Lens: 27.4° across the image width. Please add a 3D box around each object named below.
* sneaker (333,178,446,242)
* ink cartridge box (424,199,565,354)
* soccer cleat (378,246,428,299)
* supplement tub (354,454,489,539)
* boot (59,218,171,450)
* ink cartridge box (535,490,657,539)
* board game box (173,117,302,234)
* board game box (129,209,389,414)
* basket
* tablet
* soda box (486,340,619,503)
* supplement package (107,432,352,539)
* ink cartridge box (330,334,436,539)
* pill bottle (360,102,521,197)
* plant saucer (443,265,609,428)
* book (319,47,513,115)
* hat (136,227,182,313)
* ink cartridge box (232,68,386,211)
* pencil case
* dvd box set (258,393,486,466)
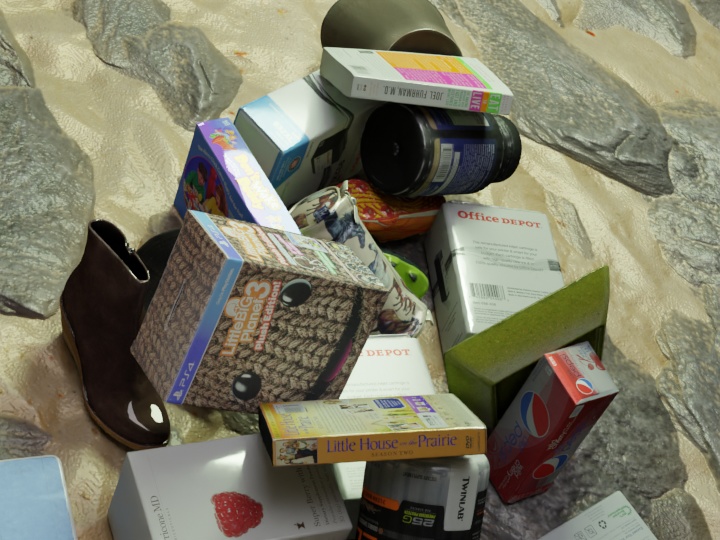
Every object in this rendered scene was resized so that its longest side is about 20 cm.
[{"bbox_3d":[0.024,-0.063,1.779,0.198,0.077,0.073,1,47,-44],"label":"sneaker"},{"bbox_3d":[0.165,0.024,1.772,0.142,0.084,0.202,7,50,-18],"label":"ink cartridge box"},{"bbox_3d":[-0.012,-0.018,1.753,0.197,0.068,0.081,17,30,-9],"label":"soccer cleat"},{"bbox_3d":[0.054,0.268,1.426,0.121,0.203,0.123,7,5,-1],"label":"supplement tub"},{"bbox_3d":[-0.242,0.069,1.503,0.072,0.167,0.201,-19,60,-37],"label":"boot"},{"bbox_3d":[0.264,0.355,1.556,0.198,0.041,0.201,-20,61,-35],"label":"ink cartridge box"},{"bbox_3d":[-0.138,-0.053,1.677,0.044,0.135,0.201,-15,58,-31],"label":"board game box"},{"bbox_3d":[-0.099,0.049,1.458,0.198,0.161,0.097,11,22,-37],"label":"board game box"},{"bbox_3d":[0.053,-0.277,1.895,0.178,0.138,0.200,5,20,-15],"label":"basket"},{"bbox_3d":[-0.331,0.267,1.403,0.128,0.014,0.202,-3,52,-24],"label":"tablet"},{"bbox_3d":[0.197,0.165,1.581,0.063,0.201,0.070,-13,57,-31],"label":"soda box"},{"bbox_3d":[-0.129,0.243,1.433,0.197,0.120,0.122,-6,54,-26],"label":"supplement package"},{"bbox_3d":[0.013,0.175,1.576,0.144,0.086,0.202,0,49,-23],"label":"ink cartridge box"},{"bbox_3d":[0.103,-0.147,1.785,0.198,0.112,0.112,-4,51,-46],"label":"pill bottle"},{"bbox_3d":[0.190,0.097,1.597,0.198,0.201,0.048,-28,66,-7],"label":"plant saucer"},{"bbox_3d":[0.064,-0.222,1.730,0.197,0.049,0.134,5,19,-19],"label":"book"},{"bbox_3d":[-0.164,0.045,1.605,0.199,0.202,0.081,31,7,6],"label":"hat"},{"bbox_3d":[-0.070,-0.155,1.787,0.084,0.146,0.199,44,48,17],"label":"ink cartridge box"},{"bbox_3d":[0.000,0.000,1.671,0.201,0.089,0.078,54,27,-20],"label":"pencil case"},{"bbox_3d":[0.007,0.148,1.391,0.197,0.030,0.146,-2,7,-10],"label":"dvd box set"}]
